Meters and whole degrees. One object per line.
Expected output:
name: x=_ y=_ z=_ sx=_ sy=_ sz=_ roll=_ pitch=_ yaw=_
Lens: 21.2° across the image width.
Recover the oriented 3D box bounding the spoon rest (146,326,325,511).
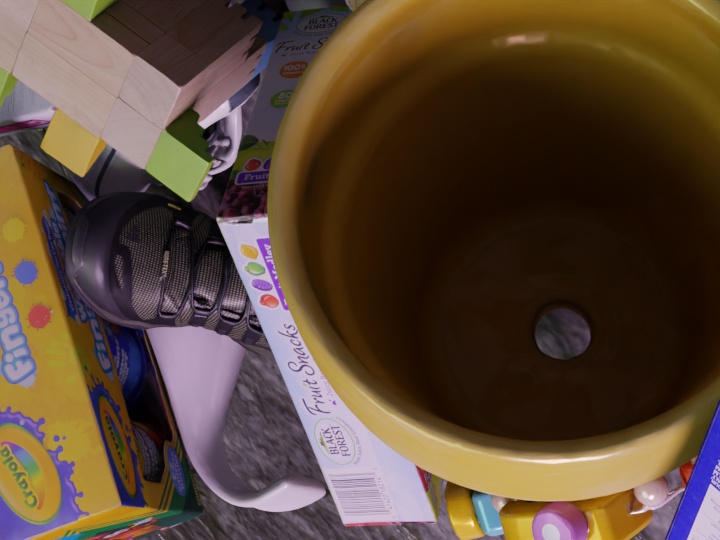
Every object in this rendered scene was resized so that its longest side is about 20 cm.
spoon rest: x=-0.087 y=0.058 z=1.131 sx=0.099 sy=0.060 sz=0.201 roll=22 pitch=-144 yaw=-53

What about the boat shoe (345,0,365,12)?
boat shoe: x=0.018 y=-0.144 z=0.760 sx=0.076 sy=0.071 sz=0.200 roll=53 pitch=156 yaw=19

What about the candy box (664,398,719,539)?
candy box: x=0.186 y=0.049 z=0.674 sx=0.077 sy=0.169 sz=0.201 roll=38 pitch=154 yaw=19

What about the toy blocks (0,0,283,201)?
toy blocks: x=-0.117 y=-0.136 z=0.892 sx=0.199 sy=0.137 sz=0.100 roll=36 pitch=129 yaw=5

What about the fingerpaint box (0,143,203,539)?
fingerpaint box: x=-0.165 y=0.049 z=1.061 sx=0.167 sy=0.073 sz=0.202 roll=40 pitch=-150 yaw=-76

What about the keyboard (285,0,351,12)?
keyboard: x=0.003 y=-0.080 z=0.940 sx=0.056 sy=0.011 sz=0.201 roll=26 pitch=149 yaw=44

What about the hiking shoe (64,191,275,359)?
hiking shoe: x=-0.066 y=0.001 z=1.035 sx=0.100 sy=0.077 sz=0.199 roll=-3 pitch=167 yaw=41

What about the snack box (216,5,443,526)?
snack box: x=0.000 y=0.000 z=0.890 sx=0.052 sy=0.143 sz=0.201 roll=-5 pitch=133 yaw=17

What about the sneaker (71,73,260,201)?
sneaker: x=-0.105 y=-0.070 z=1.039 sx=0.071 sy=0.073 sz=0.200 roll=41 pitch=156 yaw=1

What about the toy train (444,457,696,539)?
toy train: x=0.126 y=0.106 z=0.881 sx=0.200 sy=0.149 sz=0.056 roll=-4 pitch=104 yaw=66

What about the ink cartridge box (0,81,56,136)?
ink cartridge box: x=-0.182 y=-0.127 z=1.051 sx=0.199 sy=0.037 sz=0.096 roll=-2 pitch=85 yaw=59

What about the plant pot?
plant pot: x=0.075 y=0.001 z=0.763 sx=0.200 sy=0.201 sz=0.189 roll=35 pitch=170 yaw=17
